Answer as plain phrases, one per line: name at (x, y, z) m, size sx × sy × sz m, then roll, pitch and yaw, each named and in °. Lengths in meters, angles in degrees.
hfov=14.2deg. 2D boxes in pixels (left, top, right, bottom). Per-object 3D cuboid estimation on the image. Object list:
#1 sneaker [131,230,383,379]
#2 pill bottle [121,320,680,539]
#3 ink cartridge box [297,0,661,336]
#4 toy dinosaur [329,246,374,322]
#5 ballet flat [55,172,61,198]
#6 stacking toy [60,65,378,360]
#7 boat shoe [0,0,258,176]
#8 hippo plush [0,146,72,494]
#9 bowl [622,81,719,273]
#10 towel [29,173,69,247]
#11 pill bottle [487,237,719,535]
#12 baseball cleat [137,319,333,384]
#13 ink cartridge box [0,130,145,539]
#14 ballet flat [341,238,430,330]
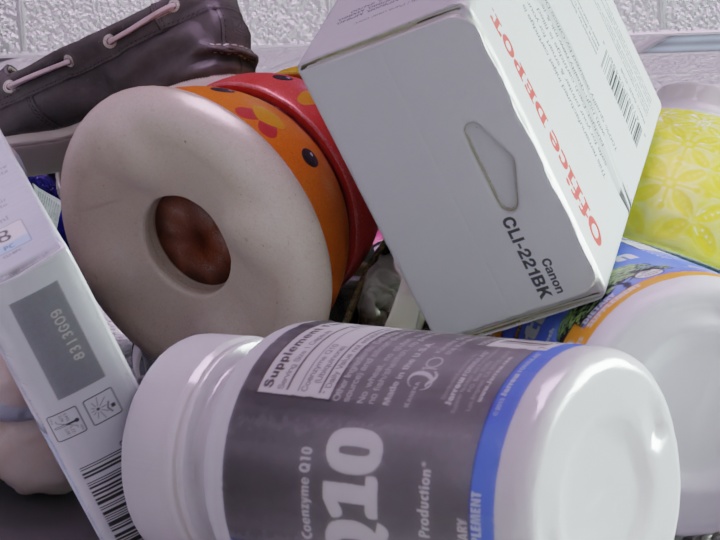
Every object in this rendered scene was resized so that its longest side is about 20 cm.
sneaker at (-0.021, 0.037, 1.488) m, size 0.200 × 0.084 × 0.121 m, roll -28°, pitch 34°, yaw 7°
pill bottle at (0.012, 0.078, 1.122) m, size 0.200 × 0.114 × 0.114 m, roll 4°, pitch 12°, yaw 37°
ink cartridge box at (0.058, -0.080, 1.279) m, size 0.084 × 0.144 × 0.200 m, roll -20°, pitch 20°, yaw 21°
toy dinosaur at (0.000, 0.000, 1.402) m, size 0.200 × 0.088 × 0.047 m, roll 38°, pitch 12°, yaw 2°
ballet flat at (-0.118, -0.032, 1.486) m, size 0.074 × 0.200 × 0.074 m, roll -15°, pitch -30°, yaw -9°
stacking toy at (-0.028, -0.050, 1.332) m, size 0.146 × 0.146 × 0.200 m, roll 4°, pitch 29°, yaw 37°
boat shoe at (-0.133, -0.088, 1.407) m, size 0.200 × 0.057 × 0.067 m, roll -14°, pitch -15°, yaw 31°
hippo plush at (-0.222, 0.025, 1.377) m, size 0.161 × 0.159 × 0.200 m, roll -14°, pitch 28°, yaw 2°
bowl at (0.169, -0.029, 1.441) m, size 0.200 × 0.108 × 0.200 m, roll 18°, pitch -15°, yaw 5°
towel at (-0.136, -0.014, 1.622) m, size 0.148 × 0.050 × 0.200 m, roll 32°, pitch -11°, yaw -1°
pill bottle at (0.115, 0.043, 1.292) m, size 0.112 × 0.112 × 0.200 m, roll -6°, pitch 10°, yaw -15°
baseball cleat at (-0.034, 0.062, 1.373) m, size 0.070 × 0.107 × 0.200 m, roll -23°, pitch 50°, yaw -35°
ink cartridge box at (-0.137, 0.018, 1.234) m, size 0.047 × 0.160 × 0.200 m, roll -29°, pitch 33°, yaw -7°
ballet flat at (0.013, 0.042, 1.266) m, size 0.071 × 0.071 × 0.200 m, roll -1°, pitch 33°, yaw 16°
